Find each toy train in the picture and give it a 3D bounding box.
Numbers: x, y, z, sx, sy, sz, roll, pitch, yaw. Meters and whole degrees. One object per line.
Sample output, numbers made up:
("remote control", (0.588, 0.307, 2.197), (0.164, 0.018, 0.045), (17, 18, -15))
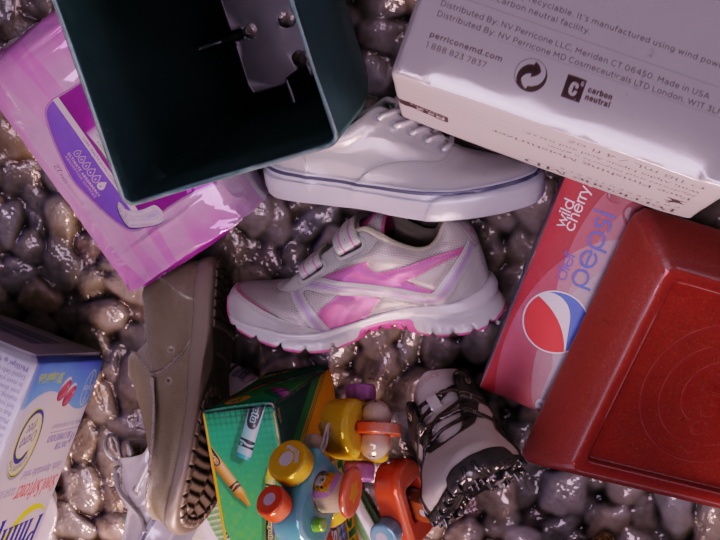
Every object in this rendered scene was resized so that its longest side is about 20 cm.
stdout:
("toy train", (0.006, 0.163, 1.020), (0.055, 0.200, 0.152), (-7, 102, 31))

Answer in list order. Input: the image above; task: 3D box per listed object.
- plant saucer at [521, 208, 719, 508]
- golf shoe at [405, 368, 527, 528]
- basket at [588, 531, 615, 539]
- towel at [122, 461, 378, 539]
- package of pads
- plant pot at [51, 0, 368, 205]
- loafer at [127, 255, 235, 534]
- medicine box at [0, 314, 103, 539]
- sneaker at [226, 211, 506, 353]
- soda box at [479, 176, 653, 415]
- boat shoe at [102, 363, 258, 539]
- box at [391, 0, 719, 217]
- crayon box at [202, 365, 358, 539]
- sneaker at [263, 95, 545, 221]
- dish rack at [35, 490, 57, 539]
("plant saucer", (0.235, 0.076, 0.983), (0.198, 0.037, 0.201), (15, 114, -15))
("golf shoe", (0.060, 0.115, 0.995), (0.077, 0.200, 0.095), (-31, 85, -1))
("basket", (0.149, 0.312, 1.040), (0.148, 0.200, 0.143), (-33, 101, 20))
("towel", (-0.072, 0.227, 1.159), (0.198, 0.023, 0.154), (-23, 102, 22))
("package of pads", (-0.165, -0.100, 1.032), (0.120, 0.076, 0.201), (-31, 100, 23))
("plant pot", (-0.074, -0.146, 0.922), (0.140, 0.200, 0.143), (-15, 101, 17))
("loafer", (-0.131, 0.089, 1.048), (0.067, 0.076, 0.202), (-2, 66, 17))
("medicine box", (-0.285, 0.137, 1.056), (0.102, 0.182, 0.202), (20, 89, 5))
("sneaker", (0.000, 0.000, 1.032), (0.198, 0.081, 0.089), (-8, 107, 7))
("soda box", (0.146, -0.005, 0.994), (0.063, 0.070, 0.202), (21, 113, 5))
("boat shoe", (-0.156, 0.151, 1.113), (0.085, 0.075, 0.204), (27, 100, 14))
("box", (0.142, -0.160, 0.842), (0.197, 0.131, 0.202), (19, 88, 5))
("crayon box", (-0.050, 0.181, 1.057), (0.058, 0.119, 0.202), (-7, 97, 19))
("sneaker", (0.027, -0.079, 0.995), (0.198, 0.073, 0.072), (4, 114, 12))
("dish rack", (-0.345, 0.197, 1.202), (0.198, 0.044, 0.173), (26, 114, 3))
